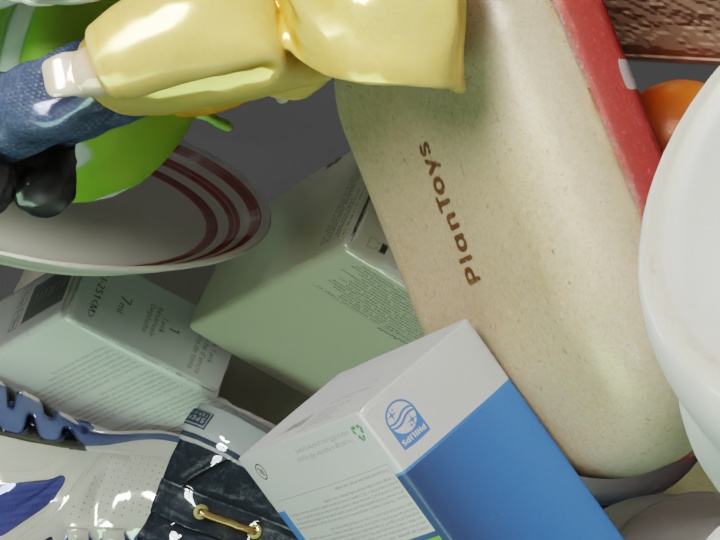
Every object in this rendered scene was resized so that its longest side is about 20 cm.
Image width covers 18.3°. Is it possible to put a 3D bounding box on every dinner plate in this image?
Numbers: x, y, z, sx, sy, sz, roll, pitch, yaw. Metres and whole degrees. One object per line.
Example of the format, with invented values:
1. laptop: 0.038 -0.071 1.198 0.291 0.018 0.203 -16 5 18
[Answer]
1. dinner plate: -0.139 -0.034 0.991 0.200 0.024 0.200 10 -159 -4

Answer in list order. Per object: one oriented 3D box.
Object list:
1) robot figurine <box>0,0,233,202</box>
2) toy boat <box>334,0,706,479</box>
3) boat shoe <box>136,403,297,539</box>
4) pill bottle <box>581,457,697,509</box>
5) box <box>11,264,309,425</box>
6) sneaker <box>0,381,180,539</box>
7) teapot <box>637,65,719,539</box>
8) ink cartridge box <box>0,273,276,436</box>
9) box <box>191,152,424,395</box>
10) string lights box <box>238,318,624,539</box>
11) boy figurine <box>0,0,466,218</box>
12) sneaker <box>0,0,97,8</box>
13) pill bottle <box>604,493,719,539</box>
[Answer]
1. robot figurine: -0.149 -0.096 0.896 0.200 0.116 0.175 17 171 18
2. toy boat: 0.086 -0.030 0.796 0.130 0.131 0.200 -25 85 61
3. boat shoe: -0.018 0.149 1.104 0.200 0.091 0.071 30 172 -17
4. pill bottle: 0.079 0.070 1.059 0.109 0.109 0.200 28 160 -10
5. box: -0.095 0.043 1.247 0.082 0.068 0.200 3 151 41
6. sneaker: -0.151 0.135 1.150 0.199 0.115 0.081 16 155 5
7. teapot: 0.193 0.003 0.665 0.200 0.198 0.146 10 157 49
8. ink cartridge box: -0.117 0.068 1.177 0.173 0.044 0.200 29 152 -22
9. box: 0.000 0.000 1.012 0.082 0.068 0.200 31 159 -16
10. string lights box: 0.053 0.123 0.798 0.200 0.059 0.103 54 150 -6
11. boy figurine: -0.046 -0.068 0.754 0.200 0.065 0.124 -13 175 29
12. sneaker: -0.113 -0.120 0.735 0.200 0.099 0.078 -21 120 27
13. pill bottle: 0.120 0.157 0.940 0.109 0.109 0.200 24 159 2
